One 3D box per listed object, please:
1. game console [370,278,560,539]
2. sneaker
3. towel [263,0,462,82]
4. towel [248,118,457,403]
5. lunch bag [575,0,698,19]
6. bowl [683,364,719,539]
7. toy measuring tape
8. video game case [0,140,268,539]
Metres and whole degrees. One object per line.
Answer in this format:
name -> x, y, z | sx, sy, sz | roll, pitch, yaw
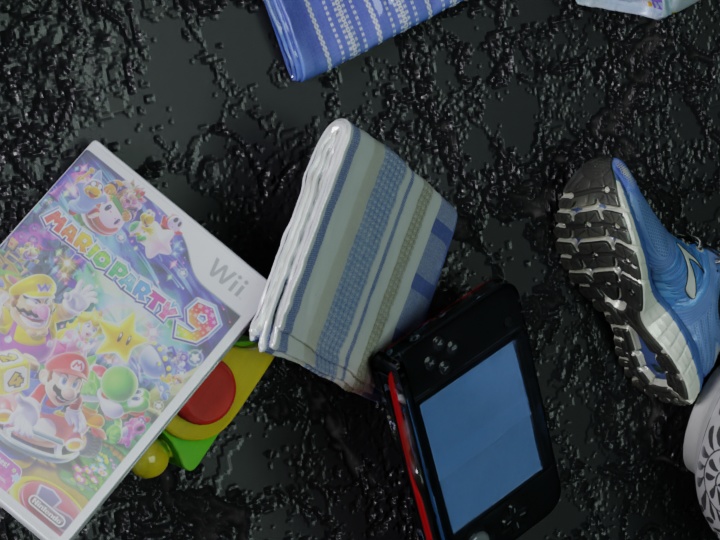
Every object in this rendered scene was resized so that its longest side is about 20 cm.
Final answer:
game console -> 0.084, 0.138, 1.260 | 0.172, 0.118, 0.201 | -32, 127, -25
sneaker -> 0.204, -0.004, 1.377 | 0.089, 0.078, 0.201 | -46, 125, -27
towel -> 0.012, -0.224, 1.253 | 0.199, 0.024, 0.146 | -30, 111, -26
towel -> 0.000, 0.000, 1.219 | 0.200, 0.024, 0.148 | 32, 77, -63
lunch bag -> 0.212, -0.296, 1.312 | 0.169, 0.127, 0.201 | -30, 120, -23
bowl -> 0.295, 0.122, 1.412 | 0.200, 0.094, 0.202 | -36, 137, -42
toy measuring tape -> -0.087, 0.037, 1.195 | 0.074, 0.073, 0.201 | 41, 74, -29
video game case -> -0.165, 0.042, 1.136 | 0.143, 0.018, 0.200 | 39, 73, 3
